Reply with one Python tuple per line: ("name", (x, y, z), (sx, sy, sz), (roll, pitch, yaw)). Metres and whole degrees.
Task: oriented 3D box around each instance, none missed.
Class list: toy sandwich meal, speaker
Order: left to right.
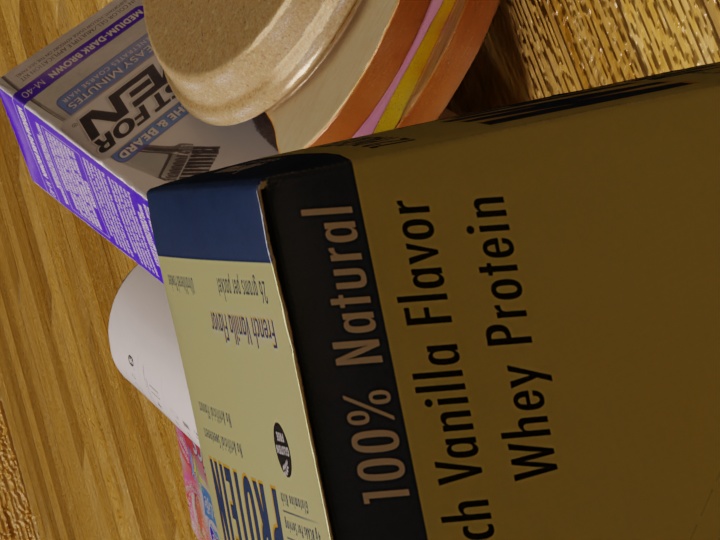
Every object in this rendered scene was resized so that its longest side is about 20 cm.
("speaker", (-0.044, 0.052, 1.234), (0.200, 0.081, 0.082), (-145, 44, -61))
("toy sandwich meal", (-0.012, -0.136, 1.043), (0.205, 0.070, 0.206), (-35, 46, 48))

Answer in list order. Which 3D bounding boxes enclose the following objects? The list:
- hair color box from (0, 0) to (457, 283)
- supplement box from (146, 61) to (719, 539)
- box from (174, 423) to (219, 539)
("hair color box", (-0.041, -0.042, 1.086), (0.200, 0.109, 0.065), (36, 154, 37))
("supplement box", (0.074, 0.055, 0.659), (0.134, 0.199, 0.201), (-177, 75, -76))
("box", (-0.022, 0.111, 1.330), (0.200, 0.094, 0.103), (-132, 32, -64))
